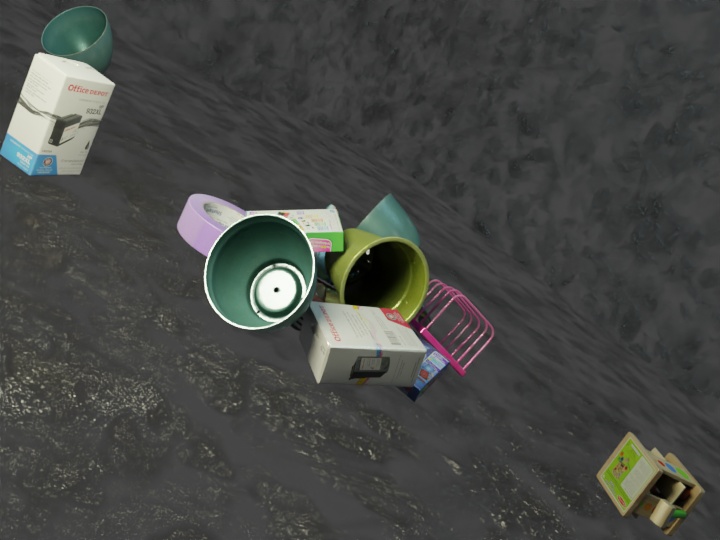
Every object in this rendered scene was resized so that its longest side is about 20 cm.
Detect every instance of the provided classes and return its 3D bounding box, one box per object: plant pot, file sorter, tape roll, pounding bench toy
[{"bbox_3d":[0.073,-0.084,1.921,0.161,0.201,0.200,43,17,2],"label":"plant pot"},{"bbox_3d":[0.191,0.115,1.524,0.139,0.126,0.200,45,-2,-14],"label":"file sorter"},{"bbox_3d":[-0.162,0.020,1.222,0.198,0.202,0.135,36,-9,19],"label":"plant pot"},{"bbox_3d":[-0.289,-0.083,1.471,0.196,0.067,0.201,29,17,-10],"label":"tape roll"},{"bbox_3d":[0.011,0.001,1.407,0.196,0.204,0.190,20,10,-32],"label":"plant pot"},{"bbox_3d":[0.620,0.468,1.416,0.153,0.126,0.201,26,17,-17],"label":"pounding bench toy"},{"bbox_3d":[-0.806,-0.648,2.009,0.199,0.200,0.136,38,-19,25],"label":"plant pot"}]

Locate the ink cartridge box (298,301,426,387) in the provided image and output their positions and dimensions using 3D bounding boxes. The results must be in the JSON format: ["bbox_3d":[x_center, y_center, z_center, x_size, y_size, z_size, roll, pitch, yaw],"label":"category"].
[{"bbox_3d":[0.001,0.135,1.255,0.194,0.088,0.148,6,27,-25],"label":"ink cartridge box"}]

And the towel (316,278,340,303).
[{"bbox_3d":[-0.118,0.043,1.468,0.196,0.037,0.149,28,15,-11],"label":"towel"}]

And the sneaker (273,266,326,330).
[{"bbox_3d":[-0.141,0.030,1.367,0.200,0.076,0.114,47,35,16],"label":"sneaker"}]

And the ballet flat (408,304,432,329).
[{"bbox_3d":[0.122,0.087,1.675,0.069,0.071,0.203,34,-24,40],"label":"ballet flat"}]

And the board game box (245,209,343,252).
[{"bbox_3d":[-0.137,-0.081,1.391,0.193,0.042,0.154,-2,22,-6],"label":"board game box"}]

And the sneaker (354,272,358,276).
[{"bbox_3d":[0.000,0.000,1.612,0.199,0.112,0.073,41,30,2],"label":"sneaker"}]

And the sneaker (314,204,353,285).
[{"bbox_3d":[-0.061,-0.048,1.574,0.129,0.079,0.203,34,49,-17],"label":"sneaker"}]

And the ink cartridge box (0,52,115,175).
[{"bbox_3d":[-0.573,-0.290,1.307,0.083,0.203,0.145,32,16,11],"label":"ink cartridge box"}]

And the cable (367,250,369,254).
[{"bbox_3d":[0.035,-0.012,1.732,0.198,0.070,0.200,31,-7,33],"label":"cable"}]

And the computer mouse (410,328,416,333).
[{"bbox_3d":[0.031,0.108,1.536,0.200,0.053,0.138,45,22,11],"label":"computer mouse"}]

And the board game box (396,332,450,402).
[{"bbox_3d":[0.071,0.161,1.394,0.198,0.035,0.134,38,37,18],"label":"board game box"}]
